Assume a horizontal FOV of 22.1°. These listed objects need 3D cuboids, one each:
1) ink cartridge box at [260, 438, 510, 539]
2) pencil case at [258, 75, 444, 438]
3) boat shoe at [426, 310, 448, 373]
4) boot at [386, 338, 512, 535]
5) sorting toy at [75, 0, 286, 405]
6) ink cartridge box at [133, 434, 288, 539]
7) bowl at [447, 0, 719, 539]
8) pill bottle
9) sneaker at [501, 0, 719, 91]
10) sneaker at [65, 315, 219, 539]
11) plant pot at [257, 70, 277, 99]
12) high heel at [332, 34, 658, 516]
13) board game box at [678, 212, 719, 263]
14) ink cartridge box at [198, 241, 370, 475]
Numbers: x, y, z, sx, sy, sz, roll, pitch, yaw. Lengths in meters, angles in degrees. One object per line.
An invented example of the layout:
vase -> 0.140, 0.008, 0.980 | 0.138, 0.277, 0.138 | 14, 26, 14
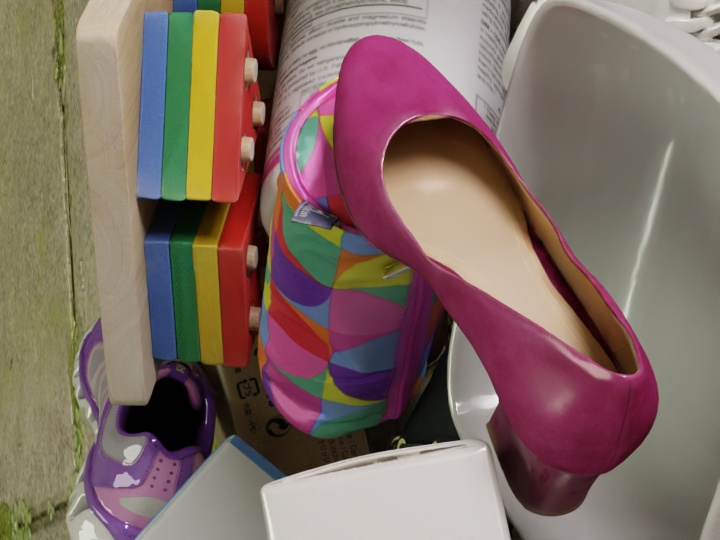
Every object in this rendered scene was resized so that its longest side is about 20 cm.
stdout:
ink cartridge box -> 0.022, 0.152, 0.690 | 0.200, 0.085, 0.146 | 71, -172, -76
pencil case -> 0.000, 0.000, 0.796 | 0.200, 0.088, 0.089 | 101, 160, -61
boat shoe -> 0.004, -0.035, 1.028 | 0.070, 0.070, 0.200 | 106, 146, -61
boot -> 0.062, 0.065, 0.899 | 0.204, 0.073, 0.154 | -103, 35, -86
sorting toy -> -0.077, -0.070, 0.905 | 0.200, 0.069, 0.199 | -79, -9, -57
ink cartridge box -> -0.031, 0.176, 0.929 | 0.144, 0.085, 0.200 | 38, 165, 11
bowl -> 0.111, 0.015, 0.659 | 0.200, 0.074, 0.200 | -127, 42, -55
pill bottle -> 0.016, -0.103, 0.903 | 0.113, 0.113, 0.200 | 126, 154, -55
sneaker -> 0.127, -0.121, 0.752 | 0.081, 0.076, 0.200 | 58, 147, 34
sneaker -> -0.114, 0.072, 1.028 | 0.200, 0.080, 0.089 | -98, 27, -53
plant pot -> -0.054, -0.179, 1.137 | 0.201, 0.093, 0.201 | -179, 90, -68
high heel -> 0.047, -0.020, 0.634 | 0.200, 0.067, 0.096 | 63, 157, 23
board game box -> 0.147, 0.053, 0.721 | 0.200, 0.040, 0.153 | -171, 82, -67
ink cartridge box -> -0.058, 0.047, 1.087 | 0.165, 0.075, 0.200 | -122, 17, -57
